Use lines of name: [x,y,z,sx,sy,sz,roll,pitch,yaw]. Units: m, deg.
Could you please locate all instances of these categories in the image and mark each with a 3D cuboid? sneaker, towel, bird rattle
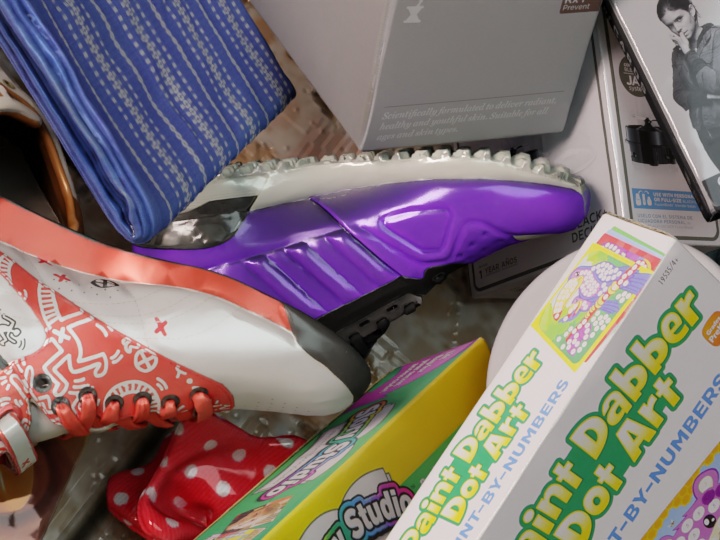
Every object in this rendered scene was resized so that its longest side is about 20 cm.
sneaker: [-0.169,-0.078,0.752,0.073,0.085,0.201,-31,83,-27]
sneaker: [0.000,0.000,0.777,0.199,0.070,0.100,-4,95,6]
towel: [-0.088,-0.104,0.722,0.145,0.024,0.200,60,23,-12]
bird rattle: [-0.050,0.161,0.723,0.163,0.112,0.201,39,47,-18]
sneaker: [-0.104,0.045,0.669,0.200,0.067,0.108,22,70,-3]

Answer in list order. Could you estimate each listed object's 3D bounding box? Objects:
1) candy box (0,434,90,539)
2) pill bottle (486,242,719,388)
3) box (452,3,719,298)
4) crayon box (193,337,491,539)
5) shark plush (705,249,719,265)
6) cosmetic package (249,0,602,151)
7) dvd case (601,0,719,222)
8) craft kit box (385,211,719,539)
candy box: [-0.207,0.045,0.704,0.199,0.056,0.117,29,62,-11]
pill bottle: [0.142,0.077,0.759,0.200,0.112,0.113,41,51,-48]
box: [0.094,-0.096,0.832,0.060,0.116,0.201,0,76,-33]
crayon box: [0.023,0.145,0.696,0.200,0.058,0.173,-36,100,-54]
shark plush: [0.140,-0.023,0.872,0.083,0.091,0.201,-33,90,1]
cosmetic package: [0.011,-0.142,0.799,0.106,0.091,0.200,-6,43,-24]
dvd case: [0.169,-0.141,0.761,0.150,0.025,0.201,-24,79,-2]
craft kit box: [0.098,0.117,0.626,0.197,0.048,0.201,38,83,-30]
